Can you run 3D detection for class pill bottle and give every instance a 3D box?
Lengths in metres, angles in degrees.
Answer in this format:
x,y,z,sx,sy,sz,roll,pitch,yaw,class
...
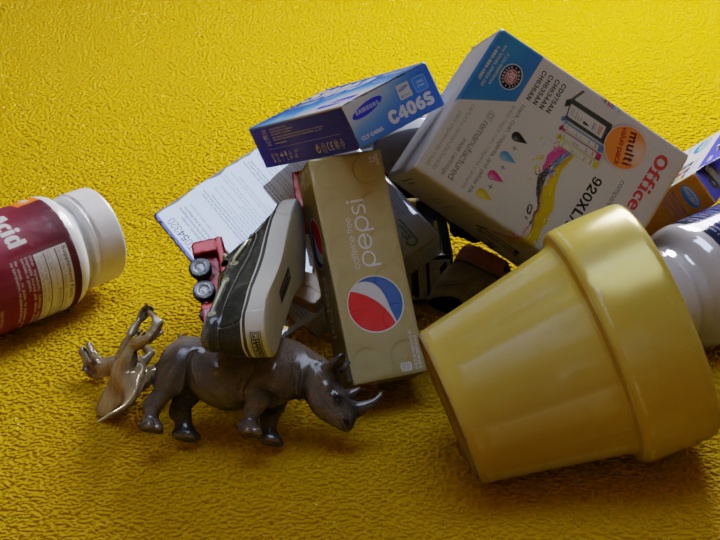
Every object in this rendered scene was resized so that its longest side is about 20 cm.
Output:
x,y,z,sx,sy,sz,roll,pitch,yaw,class
-0.332,-0.004,1.691,0.200,0.114,0.114,-24,32,-35,pill bottle
0.322,0.001,1.576,0.200,0.116,0.116,-21,30,-32,pill bottle

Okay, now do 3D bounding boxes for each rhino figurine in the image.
x,y,z,sx,sy,sz,roll,pitch,yaw,class
-0.081,0.098,1.460,0.200,0.088,0.060,2,-17,10,rhino figurine

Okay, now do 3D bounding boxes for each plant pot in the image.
x,y,z,sx,sy,sz,roll,pitch,yaw,class
0.156,0.074,1.390,0.189,0.201,0.201,-23,28,-2,plant pot

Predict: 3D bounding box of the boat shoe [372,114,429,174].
x,y,z,sx,sy,sz,roll,pitch,yaw,class
0.109,-0.129,1.665,0.200,0.071,0.070,-6,37,-5,boat shoe

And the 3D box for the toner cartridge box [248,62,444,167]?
x,y,z,sx,sy,sz,roll,pitch,yaw,class
-0.016,-0.137,1.583,0.095,0.043,0.200,-31,12,-24,toner cartridge box

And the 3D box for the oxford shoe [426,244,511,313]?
x,y,z,sx,sy,sz,roll,pitch,yaw,class
0.145,0.047,1.592,0.075,0.070,0.200,-46,43,-16,oxford shoe

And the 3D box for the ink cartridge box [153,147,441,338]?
x,y,z,sx,sy,sz,roll,pitch,yaw,class
-0.060,-0.034,1.658,0.200,0.043,0.196,-34,60,-12,ink cartridge box

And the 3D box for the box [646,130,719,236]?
x,y,z,sx,sy,sz,roll,pitch,yaw,class
0.284,-0.066,1.687,0.200,0.041,0.119,-30,10,35,box

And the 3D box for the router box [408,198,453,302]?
x,y,z,sx,sy,sz,roll,pitch,yaw,class
0.009,-0.030,1.762,0.157,0.052,0.200,-5,26,-1,router box

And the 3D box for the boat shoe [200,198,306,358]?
x,y,z,sx,sy,sz,roll,pitch,yaw,class
-0.089,0.001,1.489,0.064,0.071,0.200,-1,31,12,boat shoe

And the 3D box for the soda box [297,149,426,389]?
x,y,z,sx,sy,sz,roll,pitch,yaw,class
0.000,0.000,1.534,0.068,0.200,0.064,-10,-7,-12,soda box

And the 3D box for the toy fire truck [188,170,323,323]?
x,y,z,sx,sy,sz,roll,pitch,yaw,class
-0.079,0.012,1.580,0.141,0.049,0.200,-11,59,-1,toy fire truck

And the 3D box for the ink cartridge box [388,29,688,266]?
x,y,z,sx,sy,sz,roll,pitch,yaw,class
0.154,-0.090,1.553,0.200,0.147,0.145,33,-5,-7,ink cartridge box

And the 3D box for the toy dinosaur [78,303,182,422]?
x,y,z,sx,sy,sz,roll,pitch,yaw,class
-0.194,0.088,1.524,0.101,0.058,0.200,-50,20,-2,toy dinosaur

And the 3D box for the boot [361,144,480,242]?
x,y,z,sx,sy,sz,roll,pitch,yaw,class
0.076,-0.079,1.717,0.198,0.073,0.162,-13,35,-16,boot
